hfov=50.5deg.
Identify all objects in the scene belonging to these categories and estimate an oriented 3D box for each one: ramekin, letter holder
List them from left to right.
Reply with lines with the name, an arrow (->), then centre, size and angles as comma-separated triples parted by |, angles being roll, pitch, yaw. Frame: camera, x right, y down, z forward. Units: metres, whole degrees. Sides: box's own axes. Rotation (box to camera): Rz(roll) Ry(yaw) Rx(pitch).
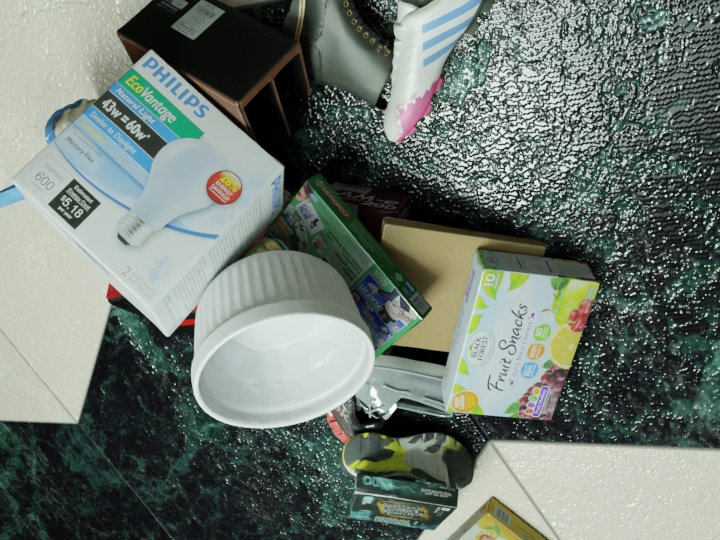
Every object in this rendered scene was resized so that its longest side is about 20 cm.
letter holder -> -0.157, -0.214, 0.876 | 0.198, 0.101, 0.143 | 33, 159, 25
ramekin -> -0.088, 0.072, 0.831 | 0.195, 0.107, 0.203 | -10, 139, -9

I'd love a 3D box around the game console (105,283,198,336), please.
game console -> -0.221, 0.050, 0.963 | 0.174, 0.032, 0.198 | 24, 163, -27

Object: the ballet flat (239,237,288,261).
ballet flat -> -0.131, 0.023, 0.927 | 0.070, 0.071, 0.200 | 37, 154, 0

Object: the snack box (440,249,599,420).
snack box -> 0.184, 0.081, 0.911 | 0.138, 0.053, 0.204 | 6, 119, -6

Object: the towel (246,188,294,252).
towel -> -0.137, -0.071, 0.972 | 0.200, 0.030, 0.147 | 44, 133, 9

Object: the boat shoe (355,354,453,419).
boat shoe -> 0.035, 0.152, 0.974 | 0.196, 0.073, 0.070 | 9, 157, -15

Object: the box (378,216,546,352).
box -> 0.108, 0.025, 0.917 | 0.195, 0.021, 0.167 | 8, 120, -7

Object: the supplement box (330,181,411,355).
supplement box -> 0.000, 0.000, 0.967 | 0.106, 0.061, 0.205 | 11, 117, 17

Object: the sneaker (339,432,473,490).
sneaker -> 0.061, 0.261, 1.055 | 0.195, 0.076, 0.085 | 13, 158, -15

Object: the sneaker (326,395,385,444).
sneaker -> -0.031, 0.146, 1.035 | 0.097, 0.071, 0.203 | -17, 111, 48

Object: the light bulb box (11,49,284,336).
light bulb box -> -0.213, -0.080, 0.812 | 0.197, 0.201, 0.125 | 40, 163, 5

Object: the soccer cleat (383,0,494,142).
soccer cleat -> 0.060, -0.238, 0.815 | 0.085, 0.070, 0.202 | 23, 116, -17

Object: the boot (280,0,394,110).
boot -> -0.005, -0.286, 0.828 | 0.136, 0.078, 0.202 | 24, 134, 4

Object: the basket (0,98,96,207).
basket -> -0.343, -0.140, 0.966 | 0.195, 0.177, 0.142 | -13, 112, 15

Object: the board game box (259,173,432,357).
board game box -> -0.024, 0.006, 0.892 | 0.201, 0.029, 0.134 | 50, 133, 3

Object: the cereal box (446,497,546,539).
cereal box -> 0.188, 0.441, 1.122 | 0.143, 0.040, 0.201 | 37, 123, 1

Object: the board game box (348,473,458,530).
board game box -> 0.052, 0.318, 1.041 | 0.132, 0.029, 0.201 | 9, 154, 0
